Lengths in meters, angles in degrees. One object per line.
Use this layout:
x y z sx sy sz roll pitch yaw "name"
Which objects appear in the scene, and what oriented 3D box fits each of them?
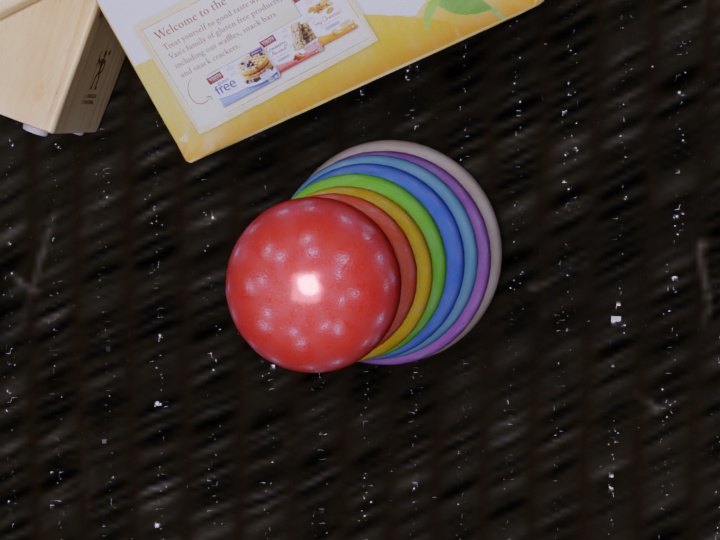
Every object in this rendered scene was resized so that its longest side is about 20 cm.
0.000 0.000 0.720 0.085 0.200 0.086 1 95 8 "stacking toy"
-0.042 -0.153 0.710 0.144 0.040 0.200 -22 110 15 "cereal box"
-0.122 -0.147 0.796 0.200 0.064 0.176 20 96 6 "knife block"
